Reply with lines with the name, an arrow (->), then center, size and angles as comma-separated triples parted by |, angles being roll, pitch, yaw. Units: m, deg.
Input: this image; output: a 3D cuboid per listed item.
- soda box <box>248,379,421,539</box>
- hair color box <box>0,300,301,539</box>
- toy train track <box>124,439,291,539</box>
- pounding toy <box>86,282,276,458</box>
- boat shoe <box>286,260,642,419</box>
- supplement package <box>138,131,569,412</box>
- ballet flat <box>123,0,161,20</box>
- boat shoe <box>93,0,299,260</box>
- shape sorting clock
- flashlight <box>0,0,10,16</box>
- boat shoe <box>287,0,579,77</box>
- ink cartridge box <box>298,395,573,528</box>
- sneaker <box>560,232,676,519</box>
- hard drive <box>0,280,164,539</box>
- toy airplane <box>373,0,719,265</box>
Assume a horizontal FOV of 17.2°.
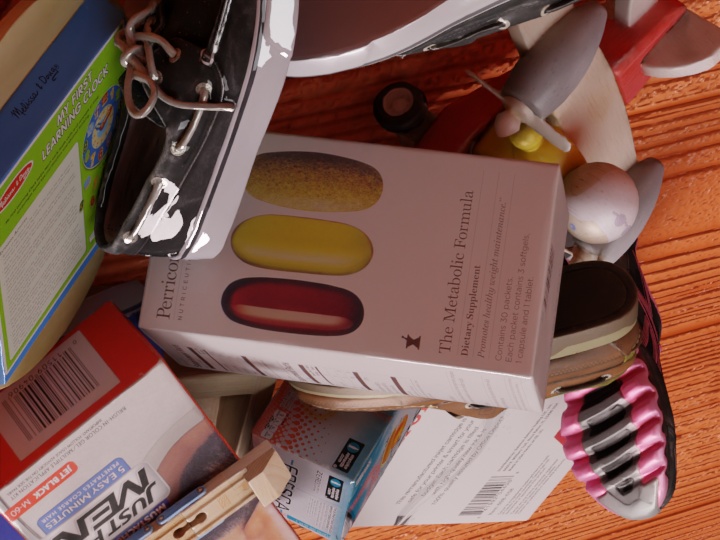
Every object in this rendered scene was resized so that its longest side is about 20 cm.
soda box -> 0.006, 0.059, 1.386 | 0.200, 0.068, 0.064 | -57, 165, -39
hair color box -> -0.114, 0.121, 1.244 | 0.111, 0.064, 0.200 | -39, 137, -6
toy train track -> -0.117, 0.159, 1.202 | 0.200, 0.033, 0.115 | -36, 135, -7
pounding toy -> -0.180, 0.109, 1.372 | 0.184, 0.142, 0.200 | -3, 123, -34
boat shoe -> 0.058, 0.054, 1.315 | 0.199, 0.072, 0.068 | -9, 135, -1
supplement package -> 0.000, 0.000, 1.226 | 0.199, 0.114, 0.110 | 6, 168, 9
ballet flat -> -0.088, -0.141, 1.170 | 0.067, 0.067, 0.200 | -5, 141, 2
boat shoe -> -0.083, -0.091, 1.111 | 0.068, 0.074, 0.200 | 0, 132, -27
shape sorting clock -> -0.156, -0.040, 1.123 | 0.200, 0.039, 0.201 | 19, 90, -76
flashlight -> -0.217, -0.078, 1.068 | 0.068, 0.068, 0.200 | 33, 82, -27
boat shoe -> 0.042, -0.133, 1.140 | 0.199, 0.069, 0.057 | -20, 145, 11
ink cartridge box -> 0.055, 0.091, 1.546 | 0.200, 0.084, 0.144 | 2, 136, -40
sneaker -> 0.166, 0.055, 1.502 | 0.079, 0.201, 0.095 | -20, 171, 37
hard drive -> -0.158, 0.112, 1.268 | 0.132, 0.025, 0.200 | -24, 132, -21
toy airplane -> 0.121, -0.077, 1.324 | 0.200, 0.141, 0.199 | -1, 136, -35
